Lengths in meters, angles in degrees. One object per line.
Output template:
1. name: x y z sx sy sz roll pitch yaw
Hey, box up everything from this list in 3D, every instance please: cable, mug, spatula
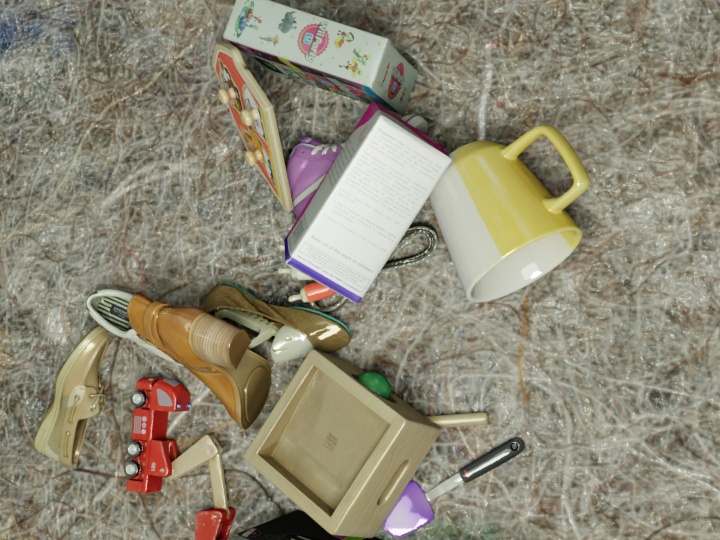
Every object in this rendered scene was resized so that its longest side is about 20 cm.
1. cable: 0.000 0.000 1.432 0.199 0.050 0.097 -9 96 15
2. mug: 0.169 -0.075 1.346 0.186 0.149 0.153 -31 69 7
3. spatula: 0.110 0.255 1.396 0.200 0.021 0.057 -32 76 12

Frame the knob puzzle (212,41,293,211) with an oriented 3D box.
1. knob puzzle: -0.147 -0.191 1.425 0.030 0.220 0.220 -24 78 -12

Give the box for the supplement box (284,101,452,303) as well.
1. supplement box: 0.005 -0.080 1.345 0.103 0.101 0.200 29 103 -13

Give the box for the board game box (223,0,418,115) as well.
1. board game box: -0.045 -0.261 1.414 0.200 0.148 0.064 20 91 18

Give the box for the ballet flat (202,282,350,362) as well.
1. ballet flat: -0.113 0.073 1.445 0.200 0.068 0.072 20 48 18

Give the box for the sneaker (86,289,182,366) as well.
1. sneaker: -0.265 0.077 1.496 0.200 0.071 0.073 16 91 17

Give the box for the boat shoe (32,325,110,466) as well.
1. boat shoe: -0.362 0.164 1.520 0.064 0.071 0.200 28 111 5

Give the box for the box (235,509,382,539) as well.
1. box: -0.058 0.369 1.345 0.148 0.200 0.125 16 92 17

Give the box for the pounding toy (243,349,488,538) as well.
1. pounding toy: 0.009 0.199 1.387 0.184 0.142 0.200 35 94 31

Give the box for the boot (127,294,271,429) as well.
1. boot: -0.200 0.111 1.428 0.155 0.200 0.077 18 63 23

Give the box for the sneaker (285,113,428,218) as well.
1. sneaker: -0.018 -0.145 1.438 0.200 0.073 0.114 -41 73 10

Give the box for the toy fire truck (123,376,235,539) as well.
1. toy fire truck: -0.227 0.240 1.485 0.141 0.049 0.201 4 86 17
